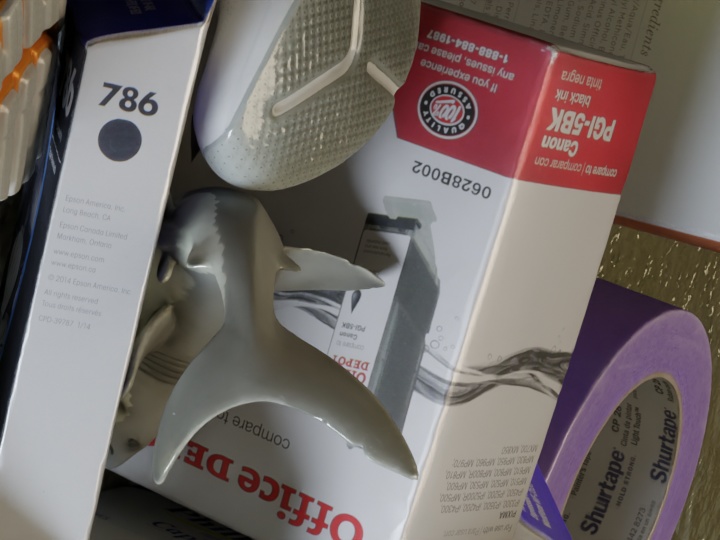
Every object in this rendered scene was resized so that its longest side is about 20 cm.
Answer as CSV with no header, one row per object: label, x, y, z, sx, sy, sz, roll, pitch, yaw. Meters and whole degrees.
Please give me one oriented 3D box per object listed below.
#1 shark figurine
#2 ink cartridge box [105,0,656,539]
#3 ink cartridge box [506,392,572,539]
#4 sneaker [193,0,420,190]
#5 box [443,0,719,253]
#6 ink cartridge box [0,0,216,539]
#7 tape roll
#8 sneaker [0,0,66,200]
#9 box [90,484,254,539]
shark figurine,-0.030,0.007,0.766,0.214,0.089,0.128,173,-74,-72
ink cartridge box,0.000,0.000,0.860,0.083,0.147,0.200,3,105,-58
ink cartridge box,0.039,0.111,0.981,0.198,0.043,0.200,-110,-140,-71
sneaker,-0.019,-0.107,0.790,0.070,0.080,0.200,64,39,-47
box,0.142,-0.065,1.002,0.152,0.200,0.106,14,92,-66
ink cartridge box,-0.085,-0.021,0.754,0.099,0.039,0.200,-126,-130,-72
tape roll,0.088,0.099,1.165,0.200,0.085,0.200,-40,140,-44
sneaker,-0.136,-0.048,0.665,0.200,0.077,0.078,-60,163,-58
box,-0.058,0.205,0.862,0.105,0.184,0.200,-6,114,-59
